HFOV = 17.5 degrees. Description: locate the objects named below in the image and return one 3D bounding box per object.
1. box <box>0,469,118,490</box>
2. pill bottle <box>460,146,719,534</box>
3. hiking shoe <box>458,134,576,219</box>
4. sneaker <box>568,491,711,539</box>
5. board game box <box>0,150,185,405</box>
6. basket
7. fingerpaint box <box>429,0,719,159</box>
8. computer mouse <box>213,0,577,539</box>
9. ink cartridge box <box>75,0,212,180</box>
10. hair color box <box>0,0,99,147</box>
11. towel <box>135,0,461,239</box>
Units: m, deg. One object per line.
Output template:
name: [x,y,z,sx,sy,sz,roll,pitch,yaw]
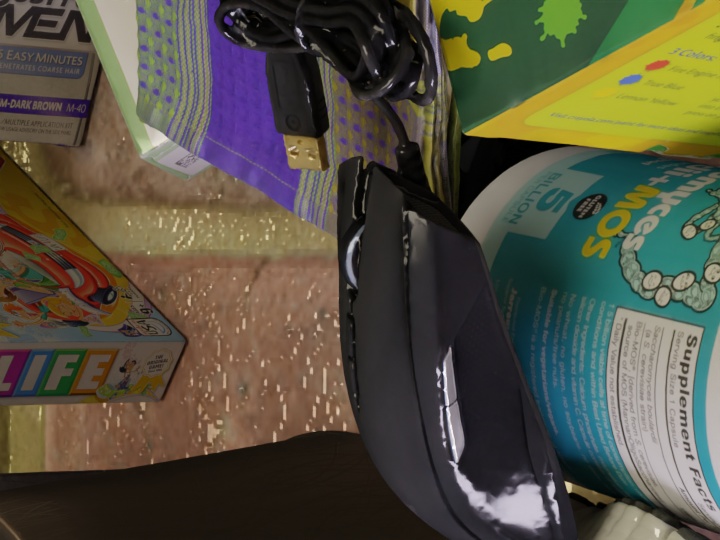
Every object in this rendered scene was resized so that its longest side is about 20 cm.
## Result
box: [-0.137,0.192,0.972,0.115,0.132,0.201,-25,73,38]
pill bottle: [0.119,0.026,0.709,0.200,0.111,0.111,14,99,53]
hiking shoe: [0.037,-0.074,0.842,0.087,0.074,0.201,13,92,35]
sneaker: [0.065,0.122,0.755,0.090,0.078,0.200,-61,8,-10]
board game box: [-0.186,-0.011,1.022,0.200,0.134,0.034,42,118,36]
basket: [-0.067,0.134,0.856,0.180,0.200,0.136,26,107,42]
fingerpaint box: [0.143,-0.095,0.653,0.167,0.200,0.074,-27,70,42]
computer mouse: [0.000,0.000,0.708,0.140,0.046,0.200,41,153,60]
ink cartridge box: [-0.025,-0.148,0.930,0.200,0.048,0.146,-30,68,16]
hair color box: [-0.158,-0.159,1.014,0.065,0.109,0.201,25,107,42]
towel: [-0.028,-0.082,0.812,0.200,0.023,0.144,35,137,42]
